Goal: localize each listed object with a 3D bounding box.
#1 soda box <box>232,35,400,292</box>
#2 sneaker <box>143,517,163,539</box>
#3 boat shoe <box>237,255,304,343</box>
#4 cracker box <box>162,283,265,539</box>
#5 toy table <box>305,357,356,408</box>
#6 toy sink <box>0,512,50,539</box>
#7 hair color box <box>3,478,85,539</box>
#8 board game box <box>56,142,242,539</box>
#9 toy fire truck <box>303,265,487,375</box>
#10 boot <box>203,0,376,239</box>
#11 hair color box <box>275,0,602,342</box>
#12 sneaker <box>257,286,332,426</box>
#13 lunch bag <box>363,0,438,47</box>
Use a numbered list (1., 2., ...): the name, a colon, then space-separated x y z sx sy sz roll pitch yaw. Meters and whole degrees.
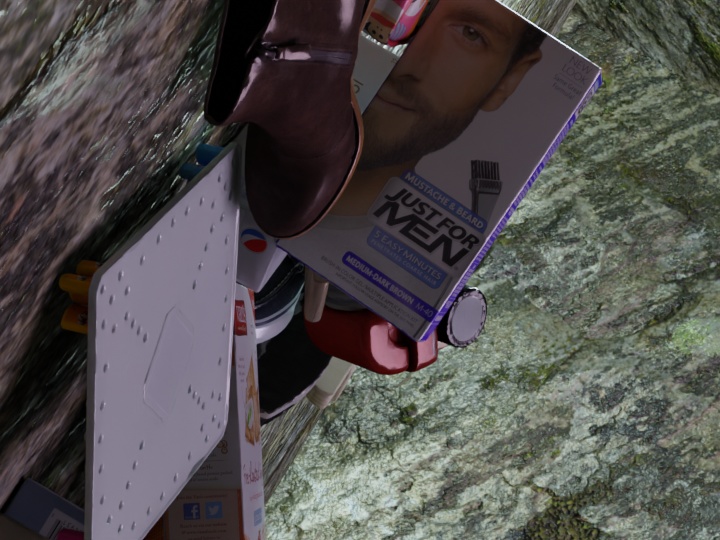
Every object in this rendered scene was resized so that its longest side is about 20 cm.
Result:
1. soda box: -0.042 -0.079 1.372 0.200 0.064 0.068 -55 173 -44
2. sneaker: -0.147 0.188 1.474 0.077 0.073 0.200 33 -83 52
3. boat shoe: -0.059 -0.033 1.518 0.200 0.071 0.091 -58 168 -51
4. cracker box: -0.098 0.109 1.379 0.134 0.058 0.200 42 44 -86
5. toy table: -0.037 0.023 1.750 0.184 0.117 0.200 -57 176 -32
6. toy sink: -0.209 0.252 1.213 0.200 0.130 0.112 -61 176 -5
7. hair color box: -0.184 0.201 1.355 0.061 0.099 0.200 -59 175 -16
8. board game box: -0.119 0.050 1.180 0.200 0.026 0.200 -53 152 -59
9. toy fire truck: 0.000 0.000 1.460 0.200 0.129 0.176 -24 122 -40
10. boot: -0.050 -0.096 1.142 0.166 0.072 0.200 -31 142 -63
11. hair color box: 0.049 -0.067 1.281 0.200 0.109 0.065 -56 174 1
12. sneaker: -0.054 0.055 1.585 0.200 0.080 0.086 -52 170 -40
13. lunch bag: 0.047 -0.232 1.256 0.200 0.082 0.176 -61 175 17
